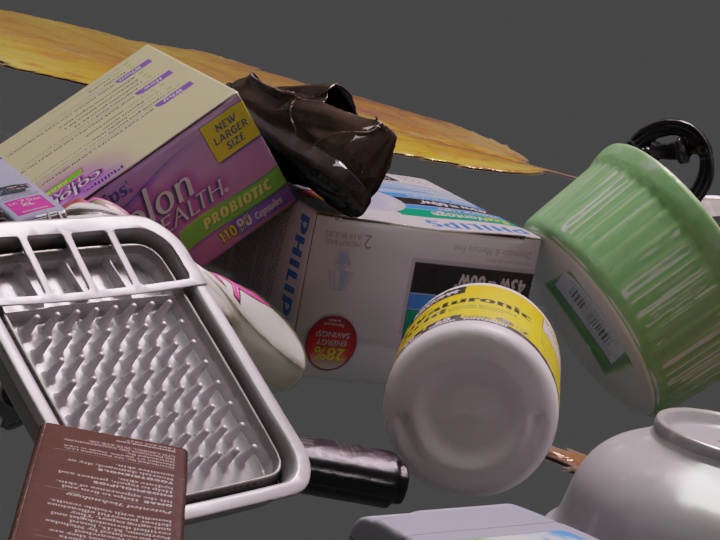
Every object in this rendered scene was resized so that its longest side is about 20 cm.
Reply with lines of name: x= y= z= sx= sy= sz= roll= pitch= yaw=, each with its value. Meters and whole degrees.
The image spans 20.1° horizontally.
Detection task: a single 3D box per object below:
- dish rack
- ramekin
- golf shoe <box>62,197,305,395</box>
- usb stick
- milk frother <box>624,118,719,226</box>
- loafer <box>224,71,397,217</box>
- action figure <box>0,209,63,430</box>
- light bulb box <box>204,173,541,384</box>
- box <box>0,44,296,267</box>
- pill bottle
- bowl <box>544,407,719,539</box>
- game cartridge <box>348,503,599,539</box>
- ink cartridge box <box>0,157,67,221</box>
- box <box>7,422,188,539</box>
dish rack: x=-0.132 y=0.061 z=1.128 sx=0.171 sy=0.044 sz=0.201 roll=-5 pitch=55 yaw=-50
ramekin: x=0.209 y=0.014 z=1.550 sx=0.097 sy=0.201 sz=0.200 roll=-34 pitch=26 yaw=-11
golf shoe: x=-0.123 y=0.027 z=1.343 sx=0.199 sy=0.073 sz=0.092 roll=32 pitch=3 yaw=-11
usb stick: x=-0.071 y=0.108 z=1.200 sx=0.198 sy=0.033 sz=0.055 roll=11 pitch=5 yaw=-9
milk frother: x=0.321 y=-0.047 z=1.947 sx=0.179 sy=0.202 sz=0.188 roll=9 pitch=11 yaw=3
loafer: x=-0.032 y=-0.101 z=1.470 sx=0.200 sy=0.071 sz=0.073 roll=38 pitch=-11 yaw=50
action figure: x=-0.238 y=0.028 z=1.195 sx=0.198 sy=0.131 sz=0.070 roll=-4 pitch=-27 yaw=-14
light bulb box: x=0.000 y=0.000 z=1.557 sx=0.197 sy=0.126 sz=0.200 roll=6 pitch=12 yaw=-28
box: x=-0.172 y=-0.063 z=1.493 sx=0.175 sy=0.097 sz=0.200 roll=-36 pitch=27 yaw=-12
pill bottle: x=0.077 y=0.070 z=1.338 sx=0.110 sy=0.112 sz=0.200 roll=13 pitch=11 yaw=4
bowl: x=0.211 y=0.139 z=1.205 sx=0.199 sy=0.091 sz=0.201 roll=11 pitch=12 yaw=-2
game cartridge: x=0.104 y=0.172 z=1.070 sx=0.133 sy=0.041 sz=0.199 roll=7 pitch=13 yaw=-44
ink cartridge box: x=-0.230 y=-0.005 z=1.342 sx=0.042 sy=0.120 sz=0.200 roll=-13 pitch=21 yaw=-20
box: x=-0.112 y=0.140 z=0.826 sx=0.074 sy=0.101 sz=0.200 roll=11 pitch=12 yaw=-5
